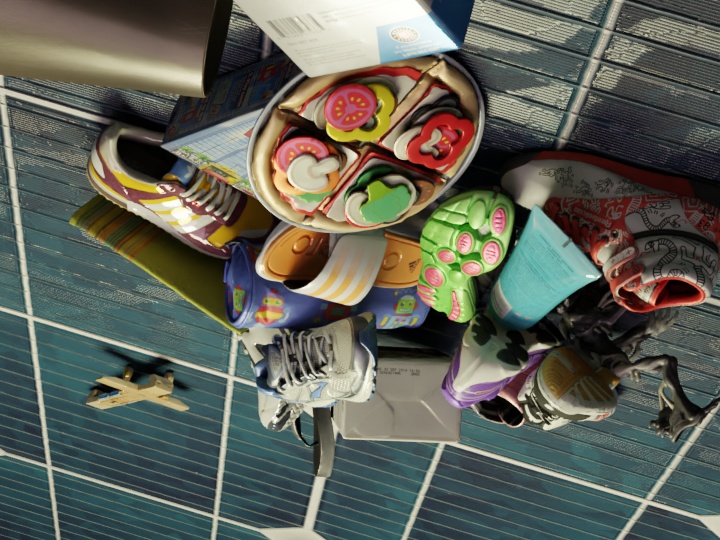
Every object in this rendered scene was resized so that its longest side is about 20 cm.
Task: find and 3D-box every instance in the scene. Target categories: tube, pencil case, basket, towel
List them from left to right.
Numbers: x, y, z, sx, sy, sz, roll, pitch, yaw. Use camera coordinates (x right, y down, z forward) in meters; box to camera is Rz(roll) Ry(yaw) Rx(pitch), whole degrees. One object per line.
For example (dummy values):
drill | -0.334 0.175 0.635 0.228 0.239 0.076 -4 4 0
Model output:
basket | -0.203 -0.206 1.435 0.199 0.136 0.180 13 148 1
towel | -0.173 -0.012 1.766 0.200 0.086 0.018 34 130 11
pencil case | -0.034 0.014 1.735 0.199 0.087 0.078 2 117 -26
tube | 0.151 0.003 1.590 0.077 0.050 0.200 43 164 5

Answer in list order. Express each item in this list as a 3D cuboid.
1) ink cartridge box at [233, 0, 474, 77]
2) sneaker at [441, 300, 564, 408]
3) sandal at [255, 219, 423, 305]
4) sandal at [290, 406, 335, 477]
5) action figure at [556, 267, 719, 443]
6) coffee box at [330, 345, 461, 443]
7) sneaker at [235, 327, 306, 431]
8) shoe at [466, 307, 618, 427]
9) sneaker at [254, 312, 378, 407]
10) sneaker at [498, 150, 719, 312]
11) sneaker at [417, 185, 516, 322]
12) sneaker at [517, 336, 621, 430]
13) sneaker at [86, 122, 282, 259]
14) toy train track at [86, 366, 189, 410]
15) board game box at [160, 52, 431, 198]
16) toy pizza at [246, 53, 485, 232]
ink cartridge box | -0.028 -0.235 1.324 0.144 0.084 0.200 -6 146 37
sneaker | 0.122 0.073 1.731 0.081 0.200 0.083 44 116 11
sandal | 0.004 -0.007 1.638 0.206 0.059 0.079 5 122 -42
sandal | -0.057 0.113 1.917 0.043 0.201 0.076 -9 -168 -5
action figure | 0.247 0.055 1.694 0.200 0.102 0.119 50 -178 12
coffee box | 0.032 0.120 1.851 0.113 0.080 0.200 3 -179 -4
sneaker | -0.106 0.050 1.845 0.129 0.079 0.200 18 117 28
shoe | 0.174 0.123 1.871 0.200 0.091 0.071 34 149 -30
sneaker | -0.043 0.087 1.704 0.085 0.077 0.200 4 162 -21
sneaker | 0.202 -0.030 1.547 0.201 0.108 0.067 11 153 13
sneaker | 0.096 -0.029 1.643 0.077 0.084 0.200 30 155 4
sneaker | 0.185 0.118 1.727 0.076 0.088 0.200 50 -165 8
sneaker | -0.153 -0.071 1.717 0.200 0.075 0.090 22 158 -11
toy train track | -0.274 0.138 2.238 0.115 0.033 0.200 23 159 -26
board game box | -0.035 -0.115 1.580 0.200 0.062 0.200 28 152 -20
toy pizza | 0.007 -0.098 1.507 0.200 0.032 0.200 -12 138 -11
